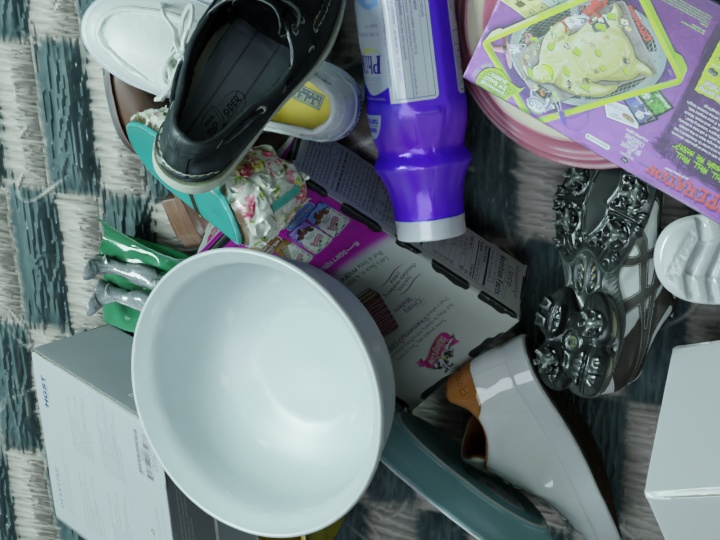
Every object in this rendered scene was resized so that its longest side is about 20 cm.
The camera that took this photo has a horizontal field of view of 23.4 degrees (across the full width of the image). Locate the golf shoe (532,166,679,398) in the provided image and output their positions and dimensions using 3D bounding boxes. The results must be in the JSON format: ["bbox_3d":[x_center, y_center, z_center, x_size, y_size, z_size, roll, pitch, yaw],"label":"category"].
[{"bbox_3d":[0.180,-0.011,1.201,0.078,0.094,0.201,23,102,42],"label":"golf shoe"}]

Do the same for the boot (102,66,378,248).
[{"bbox_3d":[-0.067,-0.103,1.241,0.200,0.064,0.187,-7,126,27],"label":"boot"}]

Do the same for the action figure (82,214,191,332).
[{"bbox_3d":[-0.112,0.031,1.327,0.199,0.055,0.118,14,140,10],"label":"action figure"}]

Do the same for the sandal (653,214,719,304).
[{"bbox_3d":[0.296,-0.008,1.164,0.202,0.050,0.083,10,100,-2],"label":"sandal"}]

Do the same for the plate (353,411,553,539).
[{"bbox_3d":[0.075,0.152,1.259,0.200,0.200,0.026,36,95,0],"label":"plate"}]

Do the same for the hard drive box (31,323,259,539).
[{"bbox_3d":[-0.167,0.147,1.338,0.200,0.077,0.156,23,124,49],"label":"hard drive box"}]

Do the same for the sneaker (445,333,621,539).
[{"bbox_3d":[0.125,0.134,1.271,0.085,0.073,0.200,-24,120,15],"label":"sneaker"}]

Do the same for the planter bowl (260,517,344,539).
[{"bbox_3d":[-0.068,0.165,1.350,0.200,0.083,0.201,31,131,44],"label":"planter bowl"}]

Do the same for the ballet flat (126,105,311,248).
[{"bbox_3d":[-0.092,-0.068,1.160,0.200,0.064,0.076,39,153,53],"label":"ballet flat"}]

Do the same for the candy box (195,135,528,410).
[{"bbox_3d":[0.000,0.000,1.235,0.200,0.061,0.136,33,132,-16],"label":"candy box"}]

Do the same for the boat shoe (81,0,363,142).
[{"bbox_3d":[-0.101,-0.132,1.137,0.202,0.086,0.075,25,101,10],"label":"boat shoe"}]

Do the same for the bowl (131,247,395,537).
[{"bbox_3d":[-0.052,0.074,1.187,0.201,0.090,0.202,8,106,29],"label":"bowl"}]

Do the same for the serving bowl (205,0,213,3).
[{"bbox_3d":[-0.096,-0.239,1.181,0.200,0.066,0.201,8,119,16],"label":"serving bowl"}]

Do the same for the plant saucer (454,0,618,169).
[{"bbox_3d":[0.145,-0.162,1.115,0.200,0.051,0.201,7,107,23],"label":"plant saucer"}]

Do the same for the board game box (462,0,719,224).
[{"bbox_3d":[0.173,-0.124,1.068,0.200,0.032,0.120,32,111,15],"label":"board game box"}]

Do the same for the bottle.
[{"bbox_3d":[0.035,-0.120,1.144,0.065,0.084,0.201,-9,100,-8],"label":"bottle"}]

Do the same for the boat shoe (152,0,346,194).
[{"bbox_3d":[-0.066,-0.142,1.071,0.074,0.200,0.066,33,162,6],"label":"boat shoe"}]

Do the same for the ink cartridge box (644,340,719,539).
[{"bbox_3d":[0.295,0.160,1.168,0.144,0.147,0.200,-8,128,26],"label":"ink cartridge box"}]
